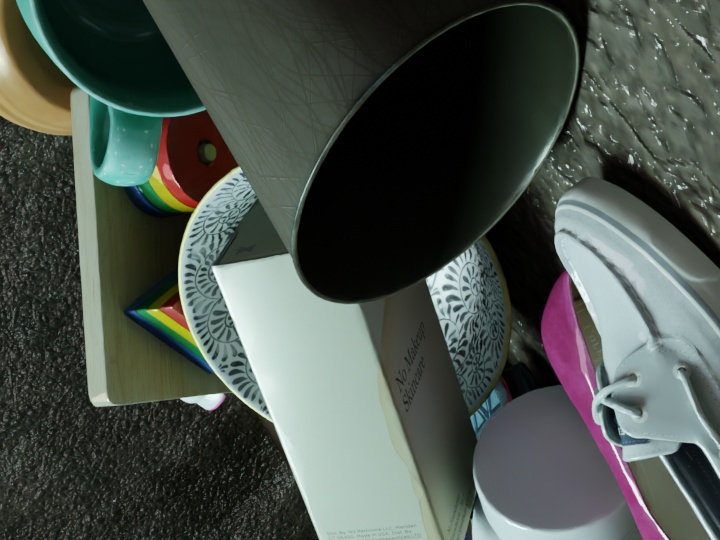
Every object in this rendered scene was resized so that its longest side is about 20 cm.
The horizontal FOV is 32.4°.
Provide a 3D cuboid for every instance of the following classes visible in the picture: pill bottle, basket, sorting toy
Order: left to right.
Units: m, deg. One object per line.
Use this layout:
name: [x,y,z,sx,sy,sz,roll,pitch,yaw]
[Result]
sorting toy: [-0.087,-0.019,0.825,0.069,0.198,0.202,-7,86,39]
basket: [-0.021,-0.113,0.531,0.200,0.135,0.181,54,161,24]
pill bottle: [0.127,0.159,0.697,0.120,0.119,0.201,44,164,44]

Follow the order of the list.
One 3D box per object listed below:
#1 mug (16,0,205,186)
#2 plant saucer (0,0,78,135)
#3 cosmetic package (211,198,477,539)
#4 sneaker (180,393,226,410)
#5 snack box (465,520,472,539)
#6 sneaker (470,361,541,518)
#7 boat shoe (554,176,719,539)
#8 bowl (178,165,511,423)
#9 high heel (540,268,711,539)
mug: [-0.131,-0.162,0.698,0.152,0.185,0.114,43,180,-31]
plant saucer: [-0.168,-0.179,0.786,0.037,0.200,0.201,28,154,35]
cosmetic package: [0.000,0.055,0.659,0.104,0.073,0.201,-65,-38,-57]
sneaker: [-0.135,0.002,0.918,0.081,0.088,0.202,-173,89,-70]
snack box: [0.058,0.181,0.879,0.072,0.024,0.201,30,142,63]
sneaker: [0.099,0.111,0.851,0.200,0.079,0.096,114,138,-72]
boat shoe: [0.134,0.056,0.510,0.201,0.068,0.072,55,169,1]
bowl: [0.000,0.000,0.744,0.202,0.200,0.094,59,-152,-18]
high heel: [0.149,0.085,0.552,0.201,0.067,0.096,61,178,30]
